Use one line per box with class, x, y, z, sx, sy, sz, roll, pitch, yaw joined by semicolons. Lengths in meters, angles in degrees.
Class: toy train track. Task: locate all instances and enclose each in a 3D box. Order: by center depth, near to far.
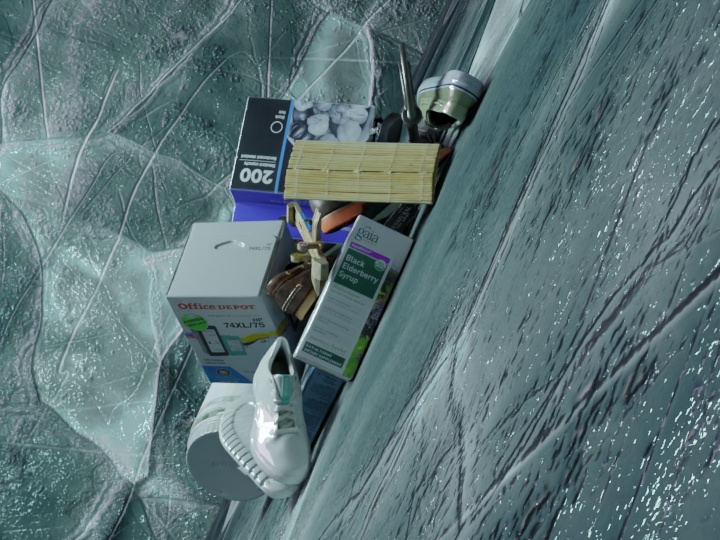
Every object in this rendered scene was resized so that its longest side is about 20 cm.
toy train track;-0.078;-0.041;1.617;0.200;0.033;0.115;-118;27;-61

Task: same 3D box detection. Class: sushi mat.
sushi mat;0.002;-0.127;1.592;0.012;0.200;0.096;68;-151;-58

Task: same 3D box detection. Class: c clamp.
c clamp;0.072;-0.209;1.678;0.200;0.027;0.171;72;-168;-70

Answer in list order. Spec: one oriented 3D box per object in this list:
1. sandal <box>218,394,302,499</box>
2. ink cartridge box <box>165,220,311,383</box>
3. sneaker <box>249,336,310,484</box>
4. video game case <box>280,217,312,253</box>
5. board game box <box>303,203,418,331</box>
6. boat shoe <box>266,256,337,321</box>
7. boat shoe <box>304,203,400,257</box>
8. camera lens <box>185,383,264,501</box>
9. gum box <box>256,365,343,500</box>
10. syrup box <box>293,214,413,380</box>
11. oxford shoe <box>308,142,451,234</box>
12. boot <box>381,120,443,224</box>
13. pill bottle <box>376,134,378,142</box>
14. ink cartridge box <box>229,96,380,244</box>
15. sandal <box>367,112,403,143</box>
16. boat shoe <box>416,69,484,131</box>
sandal;-0.133;0.241;1.635;0.203;0.082;0.050;-126;14;-52
ink cartridge box;-0.164;0.047;1.773;0.200;0.147;0.146;70;-154;-45
sneaker;-0.102;0.174;1.575;0.089;0.075;0.200;109;156;-43
video game case;-0.057;-0.109;1.886;0.023;0.182;0.200;40;152;50
board game box;0.000;0.000;1.727;0.200;0.028;0.135;-51;-2;-24
boat shoe;-0.072;0.011;1.703;0.070;0.070;0.200;-59;-6;14
boat shoe;-0.008;-0.078;1.787;0.200;0.062;0.075;-38;-4;18
camera lens;-0.180;0.247;1.971;0.200;0.160;0.160;-71;7;-56
gum box;-0.075;0.195;1.728;0.200;0.045;0.170;-63;4;18
syrup box;-0.010;0.036;1.589;0.081;0.079;0.200;134;161;-82
oxford shoe;0.024;-0.125;1.621;0.200;0.073;0.071;-29;-6;-3
boot;0.067;-0.138;1.882;0.200;0.070;0.132;-52;5;48
pill bottle;-0.008;-0.174;1.984;0.111;0.200;0.111;-155;90;-87
ink cartridge box;-0.083;-0.144;1.761;0.043;0.198;0.200;45;-128;-72
sandal;0.031;-0.184;1.726;0.200;0.043;0.076;-62;-14;-84
boat shoe;0.107;-0.219;1.647;0.062;0.072;0.200;-59;6;-7
